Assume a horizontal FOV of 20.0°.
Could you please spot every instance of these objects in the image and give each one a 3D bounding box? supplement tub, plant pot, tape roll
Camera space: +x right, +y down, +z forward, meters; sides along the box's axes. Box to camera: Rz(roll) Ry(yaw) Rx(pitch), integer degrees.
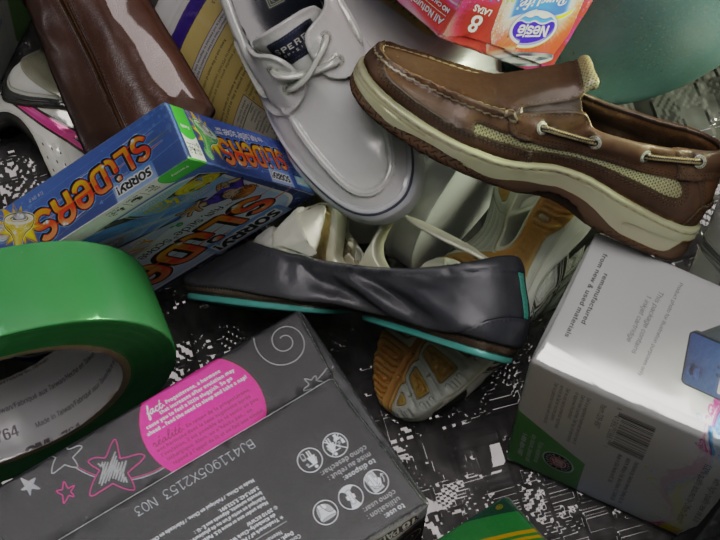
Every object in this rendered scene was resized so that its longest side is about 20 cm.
[{"bbox_3d":[-0.010,-0.108,1.173,0.200,0.146,0.145,38,70,14],"label":"supplement tub"},{"bbox_3d":[0.129,-0.173,1.193,0.134,0.200,0.200,-42,73,1],"label":"plant pot"},{"bbox_3d":[-0.197,0.056,1.065,0.199,0.201,0.048,-20,69,-10],"label":"tape roll"}]

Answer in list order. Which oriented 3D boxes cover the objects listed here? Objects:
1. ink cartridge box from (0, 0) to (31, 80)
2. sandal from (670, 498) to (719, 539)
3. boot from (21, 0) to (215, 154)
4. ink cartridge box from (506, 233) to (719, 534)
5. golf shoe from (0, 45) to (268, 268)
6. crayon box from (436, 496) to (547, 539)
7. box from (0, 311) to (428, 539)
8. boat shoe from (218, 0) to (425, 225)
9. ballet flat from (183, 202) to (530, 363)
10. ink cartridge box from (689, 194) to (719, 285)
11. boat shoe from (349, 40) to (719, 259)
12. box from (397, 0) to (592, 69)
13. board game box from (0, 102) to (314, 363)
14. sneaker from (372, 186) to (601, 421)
[{"bbox_3d":[-0.242,-0.147,1.207,0.059,0.104,0.201,19,67,6],"label":"ink cartridge box"},{"bbox_3d":[0.184,0.159,1.055,0.075,0.201,0.048,43,38,2],"label":"sandal"},{"bbox_3d":[-0.118,-0.155,1.098,0.064,0.186,0.201,-15,76,-43],"label":"boot"},{"bbox_3d":[0.190,0.083,1.094,0.199,0.146,0.088,25,65,10],"label":"ink cartridge box"},{"bbox_3d":[-0.133,-0.051,1.195,0.092,0.073,0.200,-47,73,7],"label":"golf shoe"},{"bbox_3d":[0.029,0.214,1.042,0.199,0.051,0.127,-32,34,-9],"label":"crayon box"},{"bbox_3d":[-0.081,0.140,1.079,0.199,0.115,0.133,-30,71,-13],"label":"box"},{"bbox_3d":[-0.034,-0.114,1.071,0.073,0.065,0.201,-34,78,8],"label":"boat shoe"},{"bbox_3d":[0.000,0.000,1.101,0.199,0.073,0.073,10,65,23],"label":"ballet flat"},{"bbox_3d":[0.257,-0.031,1.116,0.085,0.200,0.146,41,71,15],"label":"ink cartridge box"},{"bbox_3d":[0.095,-0.080,1.044,0.201,0.075,0.075,22,24,-18],"label":"boat shoe"},{"bbox_3d":[0.041,-0.203,1.102,0.200,0.095,0.100,47,114,39],"label":"box"},{"bbox_3d":[-0.139,-0.015,1.087,0.199,0.135,0.035,-31,72,21],"label":"board game box"},{"bbox_3d":[0.090,0.011,1.165,0.200,0.088,0.076,-52,54,2],"label":"sneaker"}]
